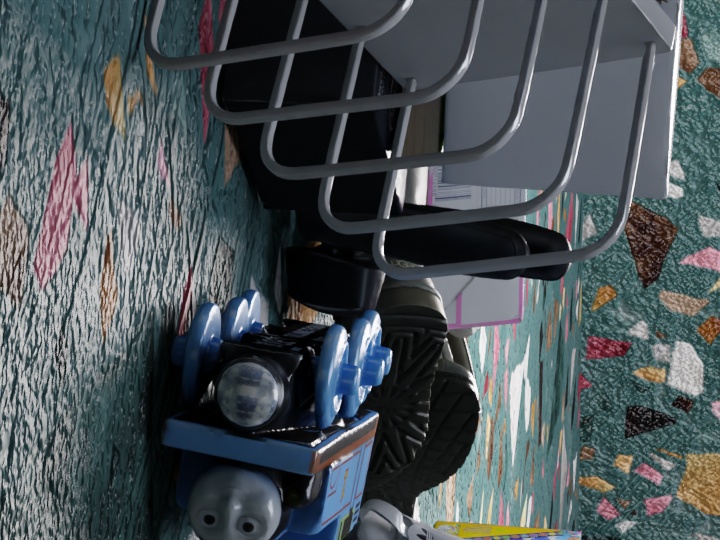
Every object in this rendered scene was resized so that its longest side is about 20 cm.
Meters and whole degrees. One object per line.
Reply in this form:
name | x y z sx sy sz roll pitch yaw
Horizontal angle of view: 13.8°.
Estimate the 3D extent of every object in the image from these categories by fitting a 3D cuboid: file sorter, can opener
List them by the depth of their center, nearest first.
file sorter | 0.021 -0.095 1.253 0.200 0.139 0.125 43 51 -47
can opener | 0.035 -0.015 1.514 0.063 0.200 0.079 -11 100 -40

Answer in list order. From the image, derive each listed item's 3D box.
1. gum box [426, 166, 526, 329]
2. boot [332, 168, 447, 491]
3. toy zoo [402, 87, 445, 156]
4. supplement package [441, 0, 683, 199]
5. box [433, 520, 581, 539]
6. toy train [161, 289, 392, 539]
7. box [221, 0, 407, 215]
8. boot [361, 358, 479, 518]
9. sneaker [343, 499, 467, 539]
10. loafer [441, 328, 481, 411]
gum box | 0.048 -0.075 1.780 0.113 0.066 0.200 -146 -125 -64
boot | 0.002 0.001 1.670 0.200 0.072 0.182 -102 -151 -44
toy zoo | 0.041 -0.129 1.498 0.200 0.020 0.131 -53 147 -79
supplement package | 0.104 -0.120 1.467 0.200 0.109 0.114 -70 163 -70
box | 0.101 0.325 2.307 0.193 0.122 0.200 -61 154 -70
toy train | -0.037 0.072 1.341 0.200 0.087 0.114 -21 120 -82
box | -0.012 -0.145 1.459 0.141 0.079 0.200 66 28 -68
boot | 0.022 0.077 1.782 0.200 0.068 0.131 115 -15 -51
sneaker | 0.003 0.209 1.736 0.200 0.115 0.075 -50 -164 36
loafer | 0.052 0.019 2.000 0.070 0.070 0.200 -77 168 -50
